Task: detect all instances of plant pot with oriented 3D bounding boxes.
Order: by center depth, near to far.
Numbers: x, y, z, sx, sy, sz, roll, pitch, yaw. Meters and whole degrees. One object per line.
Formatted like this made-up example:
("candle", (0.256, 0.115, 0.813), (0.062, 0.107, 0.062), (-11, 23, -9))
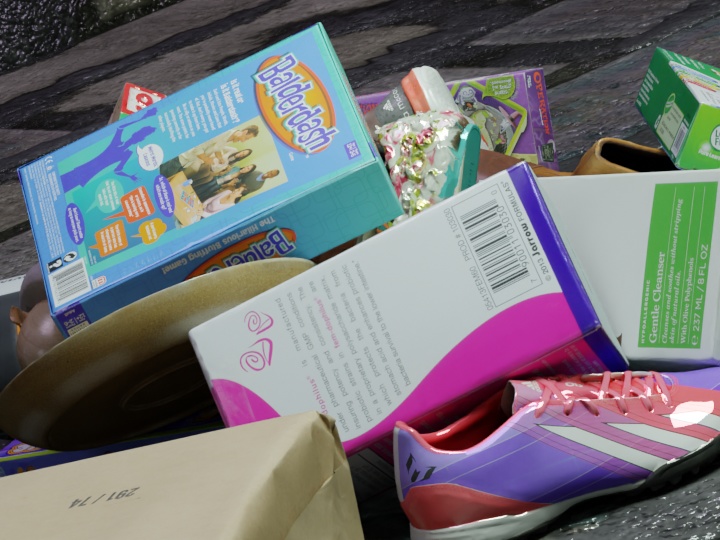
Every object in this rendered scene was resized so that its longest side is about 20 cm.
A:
("plant pot", (-0.107, 0.053, 1.577), (0.199, 0.028, 0.200), (-25, -14, -7))

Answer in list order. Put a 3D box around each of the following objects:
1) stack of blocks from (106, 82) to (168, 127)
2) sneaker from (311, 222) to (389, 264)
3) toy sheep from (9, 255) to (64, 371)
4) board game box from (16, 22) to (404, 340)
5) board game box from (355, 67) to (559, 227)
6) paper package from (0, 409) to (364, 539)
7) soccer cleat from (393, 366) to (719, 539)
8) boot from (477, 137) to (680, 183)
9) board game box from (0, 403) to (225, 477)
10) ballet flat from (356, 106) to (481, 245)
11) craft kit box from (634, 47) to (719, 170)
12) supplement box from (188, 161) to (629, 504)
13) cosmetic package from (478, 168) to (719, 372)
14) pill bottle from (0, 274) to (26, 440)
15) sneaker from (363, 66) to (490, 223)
("stack of blocks", (-0.138, -0.022, 1.919), (0.114, 0.200, 0.059), (18, 44, -13))
("sneaker", (0.000, 0.000, 1.694), (0.071, 0.201, 0.080), (-33, -12, 16))
("toy sheep", (-0.128, 0.011, 1.708), (0.200, 0.139, 0.137), (-33, 20, -37))
("board game box", (-0.088, -0.045, 1.609), (0.199, 0.045, 0.152), (-25, 37, 4))
("board game box", (0.053, -0.072, 2.019), (0.199, 0.121, 0.032), (-5, 10, 40))
("paper package", (-0.114, 0.159, 1.351), (0.199, 0.104, 0.191), (-12, 14, 18))
("soccer cleat", (0.111, 0.080, 1.440), (0.199, 0.074, 0.068), (-21, 14, -12))
("boot", (0.119, -0.044, 1.720), (0.187, 0.069, 0.200), (24, -12, -8))
("board game box", (-0.105, 0.097, 1.710), (0.199, 0.045, 0.134), (-11, 15, 27))
("ballet flat", (0.028, 0.005, 1.614), (0.063, 0.201, 0.076), (3, -14, 15))
("craft kit box", (0.268, -0.066, 1.666), (0.196, 0.049, 0.200), (21, 12, -7))
("supplement box", (0.026, 0.042, 1.498), (0.199, 0.102, 0.103), (-26, -20, 7))
("cosmetic package", (0.154, 0.004, 1.576), (0.084, 0.108, 0.199), (12, -9, -40))
("pill bottle", (-0.157, 0.041, 1.868), (0.199, 0.107, 0.106), (-14, 14, 18))
("sneaker", (0.048, -0.061, 1.893), (0.082, 0.200, 0.077), (-29, 50, 7))
